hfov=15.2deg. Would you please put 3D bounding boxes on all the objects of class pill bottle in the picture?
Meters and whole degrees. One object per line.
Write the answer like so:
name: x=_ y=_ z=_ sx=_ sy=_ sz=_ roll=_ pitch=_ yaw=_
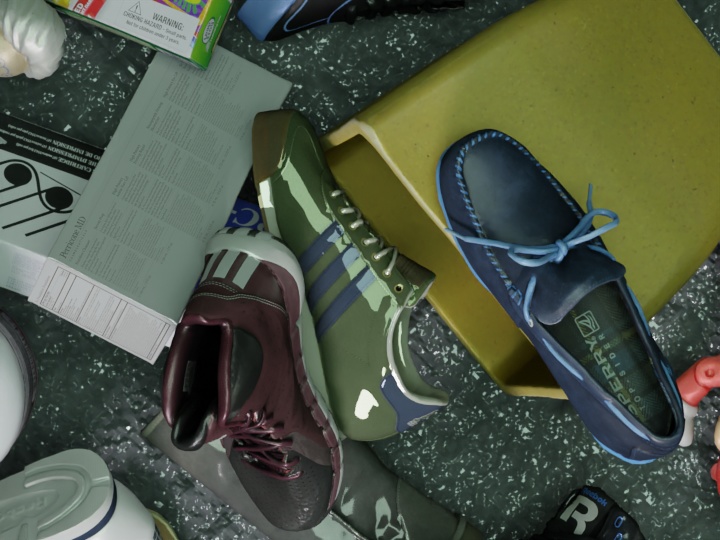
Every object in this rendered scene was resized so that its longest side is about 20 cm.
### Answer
pill bottle: x=-0.242 y=0.069 z=1.520 sx=0.110 sy=0.200 sz=0.111 roll=0 pitch=92 yaw=-3

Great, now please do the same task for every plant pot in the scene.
plant pot: x=0.116 y=-0.065 z=1.555 sx=0.200 sy=0.194 sz=0.196 roll=-40 pitch=94 yaw=-8

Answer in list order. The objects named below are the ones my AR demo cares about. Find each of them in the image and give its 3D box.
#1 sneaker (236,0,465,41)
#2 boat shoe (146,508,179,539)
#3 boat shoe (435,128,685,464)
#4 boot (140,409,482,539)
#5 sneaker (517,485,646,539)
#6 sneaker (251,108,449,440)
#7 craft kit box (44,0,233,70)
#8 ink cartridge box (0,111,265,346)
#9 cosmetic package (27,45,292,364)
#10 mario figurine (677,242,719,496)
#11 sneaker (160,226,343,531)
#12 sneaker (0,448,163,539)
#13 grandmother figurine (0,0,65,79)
sneaker: x=0.026 y=-0.180 z=1.597 sx=0.200 sy=0.070 sz=0.078 roll=-32 pitch=87 yaw=-4
boat shoe: x=-0.132 y=0.243 z=1.602 sx=0.073 sy=0.063 sz=0.201 roll=2 pitch=92 yaw=-5
boat shoe: x=0.118 y=0.007 z=1.421 sx=0.084 sy=0.069 sz=0.200 roll=-40 pitch=94 yaw=-13
boot: x=-0.049 y=0.154 z=1.603 sx=0.200 sy=0.073 sz=0.182 roll=40 pitch=75 yaw=-11
sneaker: x=0.100 y=0.169 z=1.582 sx=0.200 sy=0.073 sz=0.112 roll=33 pitch=83 yaw=-47
sneaker: x=0.000 y=0.000 z=1.552 sx=0.090 sy=0.067 sz=0.201 roll=-9 pitch=97 yaw=16
craft kit box: x=-0.143 y=-0.244 z=1.567 sx=0.199 sy=0.049 sz=0.198 roll=22 pitch=87 yaw=14
ink cartridge box: x=-0.147 y=-0.019 z=1.578 sx=0.199 sy=0.044 sz=0.094 roll=20 pitch=50 yaw=-4
cosmetic package: x=-0.114 y=-0.047 z=1.546 sx=0.082 sy=0.051 sz=0.200 roll=29 pitch=50 yaw=-6
mario figurine: x=0.242 y=0.058 z=1.633 sx=0.123 sy=0.106 sz=0.201 roll=-2 pitch=80 yaw=31
sneaker: x=-0.071 y=0.085 z=1.487 sx=0.075 sy=0.116 sz=0.201 roll=2 pitch=123 yaw=24
sneaker: x=-0.213 y=0.169 z=1.575 sx=0.199 sy=0.081 sz=0.077 roll=-14 pitch=52 yaw=25
grandmother figurine: x=-0.264 y=-0.124 z=1.555 sx=0.199 sy=0.121 sz=0.061 roll=-6 pitch=74 yaw=14
